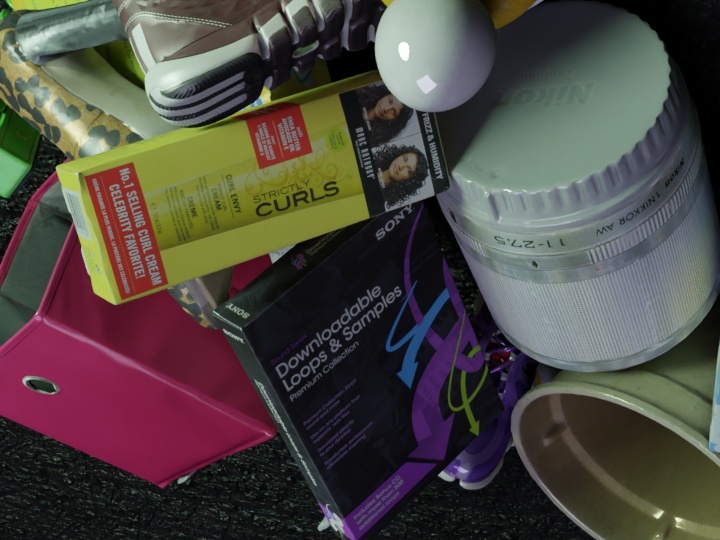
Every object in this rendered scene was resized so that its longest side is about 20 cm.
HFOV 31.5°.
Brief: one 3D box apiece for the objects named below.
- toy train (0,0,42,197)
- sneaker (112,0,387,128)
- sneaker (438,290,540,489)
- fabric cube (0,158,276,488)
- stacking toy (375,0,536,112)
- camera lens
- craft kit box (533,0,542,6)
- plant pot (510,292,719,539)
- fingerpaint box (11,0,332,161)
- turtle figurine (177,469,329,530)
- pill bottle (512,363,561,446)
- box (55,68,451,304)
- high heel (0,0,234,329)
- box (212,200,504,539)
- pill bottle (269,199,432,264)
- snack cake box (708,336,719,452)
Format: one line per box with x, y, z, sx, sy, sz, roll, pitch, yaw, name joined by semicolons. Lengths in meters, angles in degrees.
-0.221;-0.116;0.815;0.056;0.200;0.042;31;119;-24;toy train
-0.038;-0.165;0.656;0.116;0.199;0.076;59;164;14;sneaker
0.100;0.062;0.937;0.080;0.201;0.083;25;155;-1;sneaker
-0.172;0.030;1.008;0.199;0.201;0.196;31;145;-24;fabric cube
0.041;-0.152;0.542;0.145;0.201;0.146;11;148;7;stacking toy
0.135;-0.045;0.790;0.159;0.160;0.200;0;145;24;camera lens
0.083;-0.237;0.622;0.197;0.049;0.200;30;146;-27;craft kit box
0.239;0.089;0.904;0.200;0.184;0.201;30;150;20;plant pot
-0.108;-0.122;0.775;0.166;0.073;0.201;-7;110;32;fingerpaint box
-0.022;0.113;1.094;0.144;0.200;0.194;40;124;-13;turtle figurine
0.089;0.097;1.026;0.199;0.105;0.104;-12;156;-21;pill bottle
-0.053;-0.049;0.681;0.050;0.199;0.076;17;123;64;box
-0.147;-0.059;0.746;0.142;0.071;0.201;-3;109;38;high heel
0.007;0.059;0.793;0.036;0.143;0.200;23;147;48;box
0.000;0.000;0.882;0.114;0.114;0.201;-8;106;33;pill bottle
0.256;0.001;0.770;0.067;0.201;0.115;8;148;14;snack cake box
